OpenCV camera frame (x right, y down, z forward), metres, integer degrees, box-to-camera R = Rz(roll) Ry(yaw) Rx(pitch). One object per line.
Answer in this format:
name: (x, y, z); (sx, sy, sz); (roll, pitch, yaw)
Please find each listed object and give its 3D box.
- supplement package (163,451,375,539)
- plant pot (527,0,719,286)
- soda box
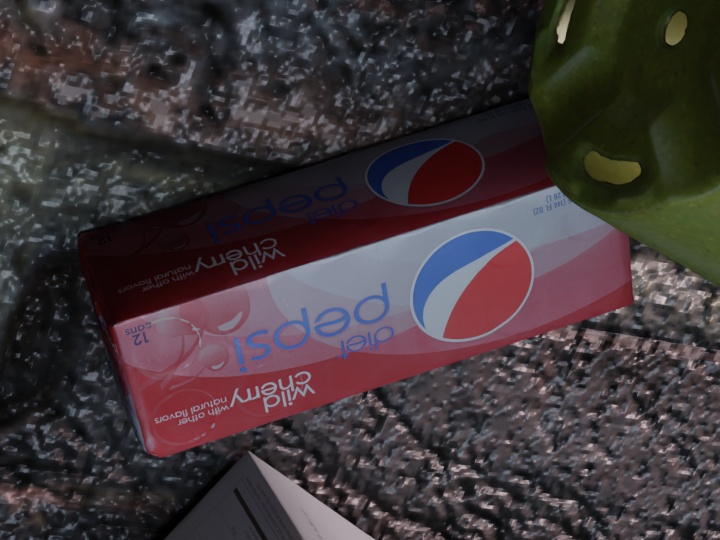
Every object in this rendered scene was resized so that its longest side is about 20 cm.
supplement package: (-0.061, 0.197, 0.815); (0.200, 0.114, 0.109); (-47, 126, 5)
plant pot: (0.166, -0.056, 0.687); (0.184, 0.200, 0.201); (17, 114, -33)
soda box: (0.000, 0.000, 0.751); (0.199, 0.063, 0.070); (-18, 127, -11)
